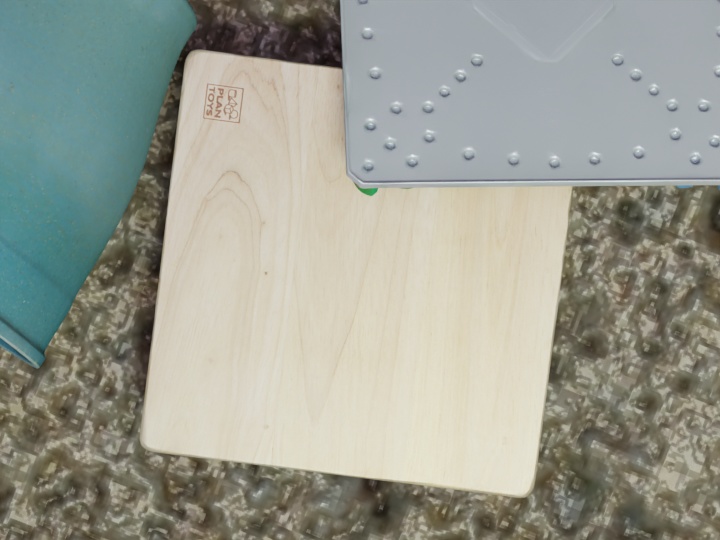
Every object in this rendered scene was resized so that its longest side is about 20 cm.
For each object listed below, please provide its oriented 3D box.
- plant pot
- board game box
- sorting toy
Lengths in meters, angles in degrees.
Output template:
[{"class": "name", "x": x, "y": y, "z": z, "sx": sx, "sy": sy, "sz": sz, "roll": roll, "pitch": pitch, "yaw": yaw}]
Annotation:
[{"class": "plant pot", "x": -0.183, "y": -0.086, "z": 1.308, "sx": 0.200, "sy": 0.200, "sz": 0.188, "roll": 36, "pitch": 83, "yaw": -3}, {"class": "board game box", "x": 0.089, "y": -0.129, "z": 1.334, "sx": 0.199, "sy": 0.026, "sz": 0.201, "roll": -1, "pitch": 67, "yaw": -4}, {"class": "sorting toy", "x": 0.000, "y": 0.000, "z": 1.371, "sx": 0.198, "sy": 0.070, "sz": 0.201, "roll": 7, "pitch": 94, "yaw": -1}]
